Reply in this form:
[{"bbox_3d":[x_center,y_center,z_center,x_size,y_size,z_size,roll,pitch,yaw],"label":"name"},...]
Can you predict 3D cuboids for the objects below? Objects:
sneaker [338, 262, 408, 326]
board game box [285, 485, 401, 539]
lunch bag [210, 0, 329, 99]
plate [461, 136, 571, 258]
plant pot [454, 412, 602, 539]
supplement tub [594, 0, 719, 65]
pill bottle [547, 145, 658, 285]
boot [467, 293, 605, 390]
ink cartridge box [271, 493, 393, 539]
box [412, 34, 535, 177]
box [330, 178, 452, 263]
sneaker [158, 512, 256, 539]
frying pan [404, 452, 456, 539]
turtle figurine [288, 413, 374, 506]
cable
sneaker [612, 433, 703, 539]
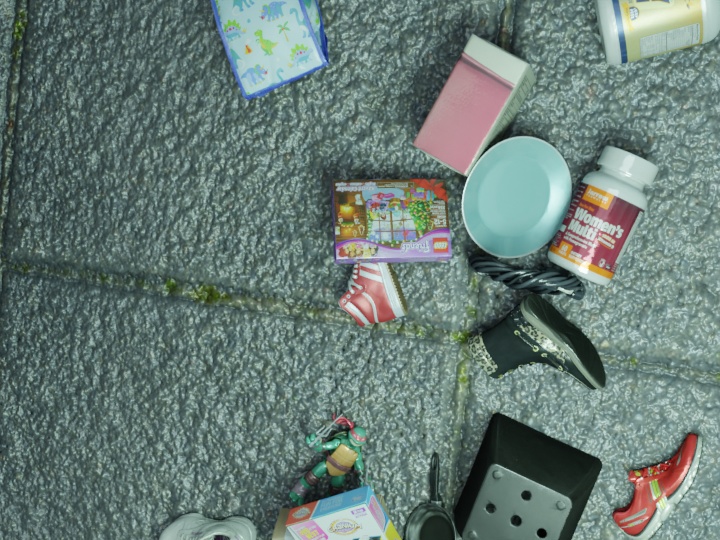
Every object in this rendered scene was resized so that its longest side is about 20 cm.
[{"bbox_3d":[0.000,0.000,1.455,0.111,0.071,0.202,-20,88,13],"label":"sneaker"},{"bbox_3d":[-0.010,0.458,1.361,0.152,0.040,0.201,-21,112,18],"label":"board game box"},{"bbox_3d":[-0.153,-0.421,1.461,0.168,0.127,0.202,-19,76,16],"label":"lunch bag"},{"bbox_3d":[0.253,-0.120,1.355,0.198,0.026,0.203,-5,109,-15],"label":"plate"},{"bbox_3d":[0.260,0.376,1.332,0.198,0.177,0.202,23,99,14],"label":"plant pot"},{"bbox_3d":[0.464,-0.407,1.262,0.198,0.144,0.146,-11,88,17],"label":"supplement tub"},{"bbox_3d":[0.386,-0.087,1.314,0.109,0.109,0.202,26,99,14],"label":"pill bottle"},{"bbox_3d":[0.292,0.143,1.373,0.203,0.074,0.153,43,128,-14],"label":"boot"},{"bbox_3d":[-0.034,0.489,1.447,0.198,0.075,0.166,-13,115,17],"label":"ink cartridge box"},{"bbox_3d":[0.188,-0.262,1.359,0.108,0.128,0.201,31,100,13],"label":"box"},{"bbox_3d":[0.051,-0.084,1.399,0.197,0.039,0.139,-2,78,-8],"label":"box"},{"bbox_3d":[-0.299,0.501,1.548,0.198,0.100,0.076,-11,91,18],"label":"sneaker"},{"bbox_3d":[0.118,0.430,1.450,0.114,0.031,0.192,-31,55,35],"label":"frying pan"},{"bbox_3d":[-0.037,0.341,1.461,0.149,0.101,0.201,34,111,4],"label":"turtle figurine"},{"bbox_3d":[0.253,0.012,1.324,0.198,0.162,0.051,15,97,34],"label":"cable"},{"bbox_3d":[0.472,0.338,1.320,0.085,0.077,0.201,34,100,18],"label":"sneaker"}]
